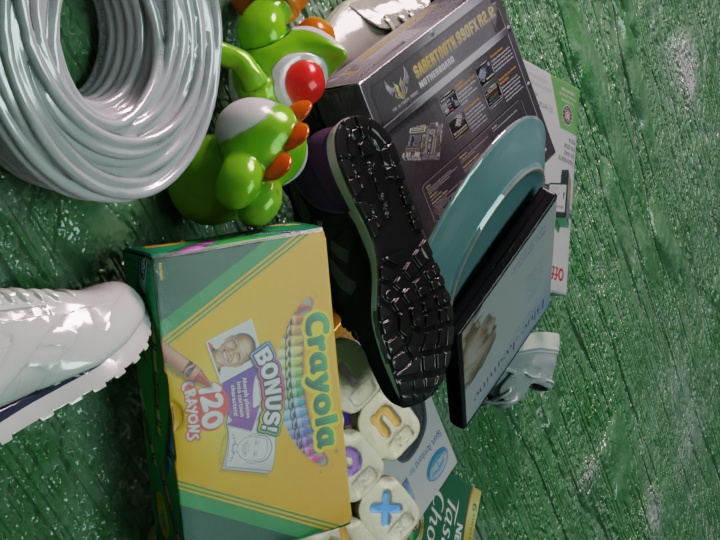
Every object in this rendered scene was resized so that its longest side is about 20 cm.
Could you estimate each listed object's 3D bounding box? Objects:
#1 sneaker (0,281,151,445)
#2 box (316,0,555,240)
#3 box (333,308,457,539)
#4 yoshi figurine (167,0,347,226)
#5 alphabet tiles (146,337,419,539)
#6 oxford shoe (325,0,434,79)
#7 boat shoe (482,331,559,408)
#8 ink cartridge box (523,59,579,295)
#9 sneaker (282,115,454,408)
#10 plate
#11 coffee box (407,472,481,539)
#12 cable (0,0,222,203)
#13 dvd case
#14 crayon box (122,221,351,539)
[{"bbox_3d":[-0.192,0.039,0.772,0.200,0.076,0.081,-36,112,-53],"label":"sneaker"},{"bbox_3d":[0.063,-0.113,1.080,0.200,0.048,0.159,-44,119,-41],"label":"box"},{"bbox_3d":[0.012,0.119,1.054,0.119,0.041,0.200,-49,121,-48],"label":"box"},{"bbox_3d":[-0.081,-0.107,0.945,0.112,0.112,0.200,116,-12,-49],"label":"yoshi figurine"},{"bbox_3d":[-0.049,0.146,0.960,0.200,0.015,0.196,-46,115,-16],"label":"alphabet tiles"},{"bbox_3d":[0.024,-0.190,1.118,0.200,0.058,0.075,-46,130,-46],"label":"oxford shoe"},{"bbox_3d":[0.136,0.093,1.297,0.201,0.070,0.072,3,85,-61],"label":"boat shoe"},{"bbox_3d":[0.130,-0.079,1.266,0.146,0.084,0.200,10,82,-57],"label":"ink cartridge box"},{"bbox_3d":[0.000,0.000,0.970,0.076,0.087,0.200,-8,81,-46],"label":"sneaker"},{"bbox_3d":[0.095,-0.023,1.059,0.200,0.026,0.200,-51,160,-27],"label":"plate"},{"bbox_3d":[0.032,0.212,1.156,0.200,0.044,0.123,40,58,-51],"label":"coffee box"},{"bbox_3d":[-0.161,-0.139,0.813,0.200,0.069,0.200,-9,100,-58],"label":"cable"},{"bbox_3d":[0.113,0.036,1.125,0.143,0.018,0.200,-54,161,-19],"label":"dvd case"},{"bbox_3d":[-0.077,0.076,0.894,0.119,0.058,0.200,-11,101,-27],"label":"crayon box"}]
